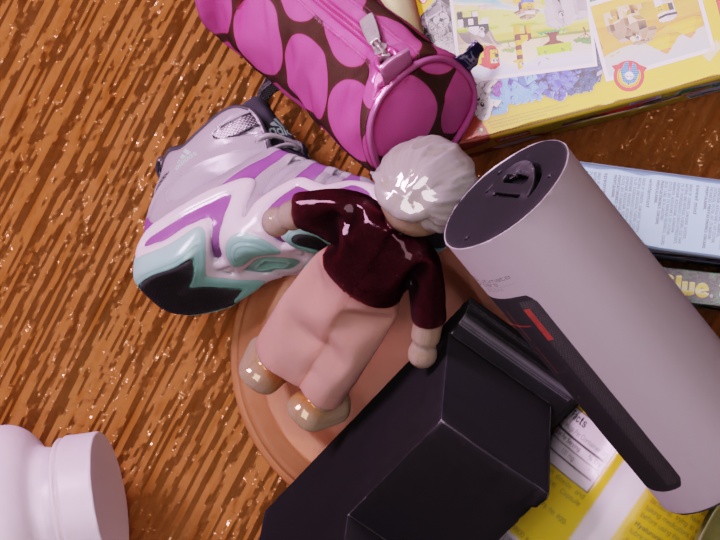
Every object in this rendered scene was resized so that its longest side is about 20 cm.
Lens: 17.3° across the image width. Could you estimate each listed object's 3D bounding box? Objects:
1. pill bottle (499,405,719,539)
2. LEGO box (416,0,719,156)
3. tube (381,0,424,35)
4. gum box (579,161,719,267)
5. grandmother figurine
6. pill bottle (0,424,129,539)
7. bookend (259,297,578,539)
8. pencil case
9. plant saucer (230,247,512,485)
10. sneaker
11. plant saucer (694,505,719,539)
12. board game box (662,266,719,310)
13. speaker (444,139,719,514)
[{"bbox_3d":[0.152,0.128,1.349,0.111,0.111,0.201,35,94,7],"label":"pill bottle"},{"bbox_3d":[0.133,-0.163,1.373,0.198,0.077,0.150,-15,87,7],"label":"LEGO box"},{"bbox_3d":[0.001,-0.194,1.399,0.052,0.058,0.202,-16,86,15],"label":"tube"},{"bbox_3d":[0.200,-0.025,1.316,0.198,0.170,0.045,8,89,8],"label":"gum box"},{"bbox_3d":[0.000,0.000,1.287,0.121,0.061,0.200,32,131,-6],"label":"grandmother figurine"},{"bbox_3d":[-0.242,0.153,1.398,0.198,0.112,0.113,-10,88,7],"label":"pill bottle"},{"bbox_3d":[0.028,0.154,1.283,0.092,0.199,0.200,34,118,-15],"label":"bookend"},{"bbox_3d":[-0.018,-0.133,1.342,0.091,0.094,0.200,-47,50,-4],"label":"pencil case"},{"bbox_3d":[0.018,0.052,1.405,0.198,0.037,0.202,0,89,8],"label":"plant saucer"},{"bbox_3d":[-0.038,-0.060,1.379,0.198,0.078,0.141,-9,57,18],"label":"sneaker"},{"bbox_3d":[0.259,0.168,1.332,0.199,0.031,0.202,-8,112,-21],"label":"plant saucer"},{"bbox_3d":[0.212,0.013,1.347,0.198,0.105,0.024,7,91,7],"label":"board game box"},{"bbox_3d":[0.131,0.029,1.221,0.081,0.081,0.200,-38,112,5],"label":"speaker"}]
